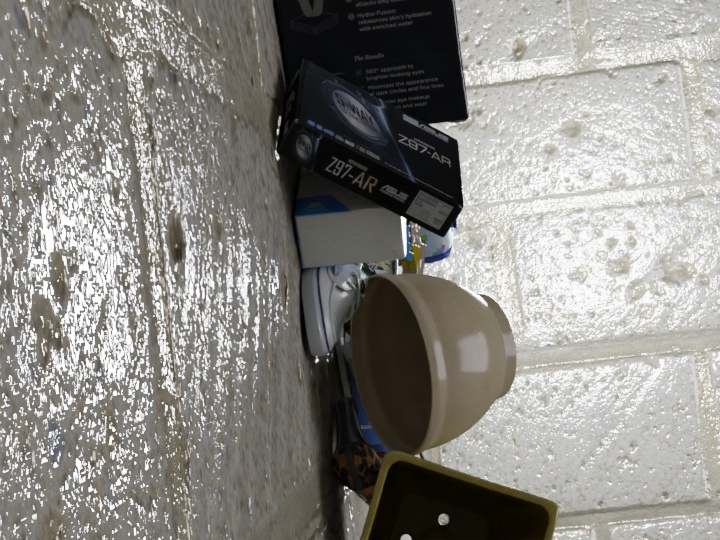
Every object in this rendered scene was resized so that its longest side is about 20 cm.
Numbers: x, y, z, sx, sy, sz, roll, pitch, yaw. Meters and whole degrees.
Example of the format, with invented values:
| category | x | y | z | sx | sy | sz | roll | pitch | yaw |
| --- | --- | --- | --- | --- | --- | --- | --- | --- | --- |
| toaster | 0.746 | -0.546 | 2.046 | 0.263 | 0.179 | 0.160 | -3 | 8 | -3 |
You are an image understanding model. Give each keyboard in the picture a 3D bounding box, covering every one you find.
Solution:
| category | x | y | z | sx | sy | sz | roll | pitch | yaw |
| --- | --- | --- | --- | --- | --- | --- | --- | --- | --- |
| keyboard | -0.023 | 0.101 | 1.812 | 0.057 | 0.011 | 0.202 | -88 | 171 | -58 |

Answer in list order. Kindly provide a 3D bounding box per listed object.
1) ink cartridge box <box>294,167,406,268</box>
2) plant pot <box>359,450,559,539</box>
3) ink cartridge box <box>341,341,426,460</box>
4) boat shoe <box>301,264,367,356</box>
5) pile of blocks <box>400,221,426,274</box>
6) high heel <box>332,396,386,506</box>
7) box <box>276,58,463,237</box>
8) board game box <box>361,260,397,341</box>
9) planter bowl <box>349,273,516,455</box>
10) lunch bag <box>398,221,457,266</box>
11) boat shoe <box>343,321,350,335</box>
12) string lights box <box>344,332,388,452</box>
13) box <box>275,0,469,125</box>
| category | x | y | z | sx | sy | sz | roll | pitch | yaw |
| --- | --- | --- | --- | --- | --- | --- | --- | --- | --- |
| ink cartridge box | -0.008 | -0.085 | 1.610 | 0.201 | 0.115 | 0.068 | -88 | 171 | -59 |
| plant pot | 0.088 | 0.317 | 1.589 | 0.200 | 0.192 | 0.198 | 97 | 10 | -84 |
| ink cartridge box | 0.033 | 0.174 | 1.782 | 0.200 | 0.044 | 0.178 | 73 | -6 | -81 |
| boat shoe | -0.025 | 0.014 | 1.576 | 0.201 | 0.066 | 0.074 | -90 | 171 | -51 |
| pile of blocks | 0.037 | -0.069 | 1.917 | 0.082 | 0.061 | 0.202 | -54 | 143 | -47 |
| high heel | 0.018 | 0.261 | 1.684 | 0.143 | 0.071 | 0.201 | -100 | 164 | -58 |
| box | 0.012 | -0.130 | 1.528 | 0.044 | 0.198 | 0.161 | -57 | -165 | 27 |
| board game box | 0.000 | 0.000 | 1.768 | 0.104 | 0.023 | 0.201 | 35 | 26 | -18 |
| planter bowl | 0.090 | 0.095 | 1.613 | 0.200 | 0.133 | 0.203 | 171 | -90 | -66 |
| lunch bag | 0.065 | -0.082 | 2.178 | 0.201 | 0.159 | 0.083 | -89 | 172 | -59 |
| boat shoe | -0.006 | 0.019 | 1.843 | 0.068 | 0.072 | 0.200 | 50 | 15 | -11 |
| string lights box | 0.022 | 0.164 | 1.968 | 0.103 | 0.058 | 0.202 | -81 | 164 | -71 |
| box | 0.013 | -0.265 | 1.624 | 0.118 | 0.194 | 0.202 | -86 | 168 | -67 |
